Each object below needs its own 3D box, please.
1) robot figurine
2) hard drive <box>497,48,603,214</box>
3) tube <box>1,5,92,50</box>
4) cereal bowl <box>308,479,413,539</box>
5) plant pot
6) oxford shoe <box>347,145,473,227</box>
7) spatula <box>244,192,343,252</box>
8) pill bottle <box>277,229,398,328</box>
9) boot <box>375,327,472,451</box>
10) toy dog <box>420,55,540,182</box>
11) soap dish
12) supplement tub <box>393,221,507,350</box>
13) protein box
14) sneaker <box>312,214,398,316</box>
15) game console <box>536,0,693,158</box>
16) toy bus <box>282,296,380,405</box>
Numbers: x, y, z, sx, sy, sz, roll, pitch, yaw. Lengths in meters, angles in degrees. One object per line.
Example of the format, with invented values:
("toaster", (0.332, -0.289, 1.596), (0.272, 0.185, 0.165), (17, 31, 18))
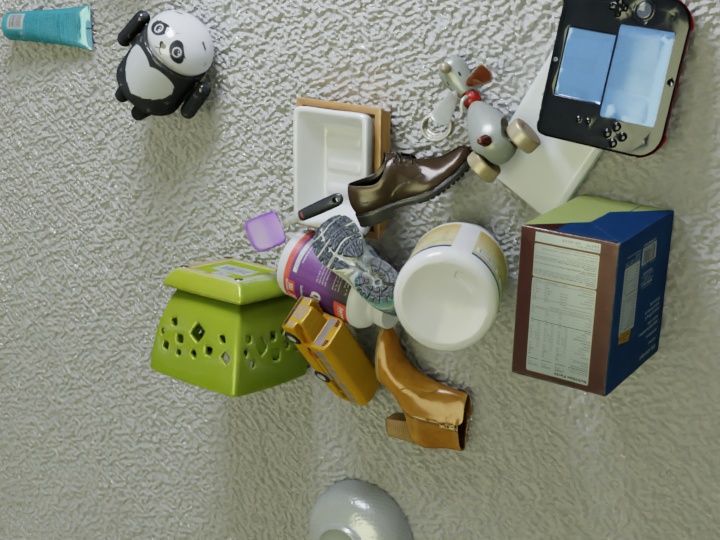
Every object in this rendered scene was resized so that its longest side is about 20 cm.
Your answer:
("robot figurine", (-0.327, -0.337, 1.845), (0.200, 0.149, 0.126), (-41, 40, 36))
("hard drive", (0.269, -0.185, 1.530), (0.132, 0.026, 0.201), (41, 124, 18))
("tube", (-0.568, -0.446, 2.038), (0.198, 0.050, 0.078), (8, 113, 28))
("cereal bowl", (-0.011, 0.463, 1.893), (0.198, 0.083, 0.202), (11, 110, 32))
("plant pot", (-0.213, 0.084, 1.857), (0.198, 0.198, 0.184), (12, 104, 33))
("oxford shoe", (0.072, -0.139, 1.612), (0.198, 0.073, 0.085), (-25, 109, 6))
("spatula", (-0.101, -0.080, 1.729), (0.199, 0.020, 0.057), (-21, 91, 39))
("pill bottle", (-0.026, 0.018, 1.748), (0.199, 0.112, 0.114), (24, 117, 28))
("boot", (0.103, 0.182, 1.743), (0.143, 0.071, 0.204), (2, 108, 29))
("toy dog", (0.152, -0.214, 1.531), (0.200, 0.096, 0.133), (39, 104, 32))
("soap dish", (-0.026, -0.160, 1.713), (0.156, 0.081, 0.202), (12, 110, 32))
("supplement tub", (0.131, 0.015, 1.562), (0.143, 0.200, 0.146), (4, 107, 12))
("protein box", (0.305, 0.027, 1.460), (0.134, 0.198, 0.202), (13, 112, 32))
("sneaker", (0.000, 0.000, 1.646), (0.077, 0.086, 0.200), (-39, 53, -1))
("game console", (0.326, -0.258, 1.439), (0.175, 0.031, 0.202), (17, 103, 25))
("toy bus", (-0.044, 0.128, 1.757), (0.078, 0.065, 0.201), (15, 150, 39))
